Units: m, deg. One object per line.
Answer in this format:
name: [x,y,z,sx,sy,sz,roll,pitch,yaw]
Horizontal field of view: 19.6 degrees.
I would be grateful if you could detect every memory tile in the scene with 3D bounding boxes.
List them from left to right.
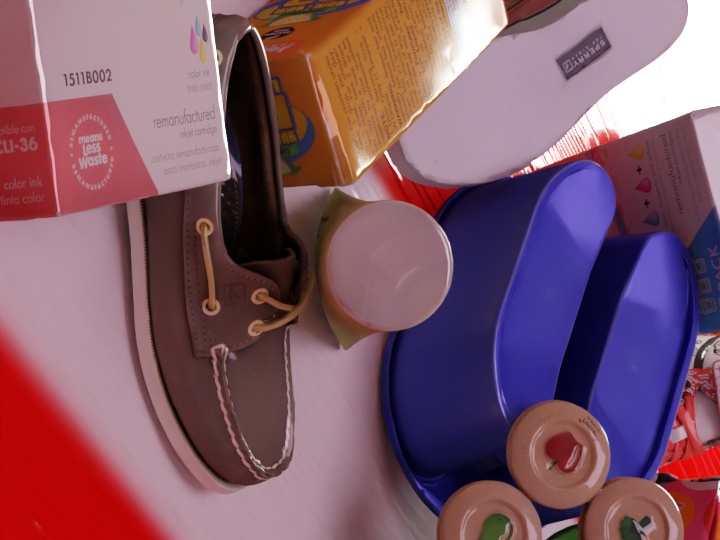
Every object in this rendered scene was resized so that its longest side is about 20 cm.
memory tile: [0.112,0.174,0.960,0.200,0.017,0.153,45,74,-3]

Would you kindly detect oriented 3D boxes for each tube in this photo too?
tube: [0.000,0.000,0.899,0.058,0.052,0.200,-52,-175,-3]

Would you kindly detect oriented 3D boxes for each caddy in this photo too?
caddy: [0.087,0.040,1.069,0.141,0.105,0.201,40,56,-28]

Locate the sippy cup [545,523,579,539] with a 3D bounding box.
sippy cup: [0.119,0.225,1.023,0.140,0.129,0.179,-71,176,-59]

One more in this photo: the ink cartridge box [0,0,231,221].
ink cartridge box: [-0.114,-0.124,0.755,0.116,0.067,0.202,-19,103,-61]

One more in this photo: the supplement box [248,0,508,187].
supplement box: [0.000,-0.104,0.964,0.200,0.066,0.069,-51,130,-52]

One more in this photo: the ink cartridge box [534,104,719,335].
ink cartridge box: [0.166,-0.018,1.172,0.067,0.200,0.116,-12,87,-27]

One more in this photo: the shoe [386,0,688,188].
shoe: [0.077,-0.103,1.105,0.199,0.091,0.072,-34,106,-25]

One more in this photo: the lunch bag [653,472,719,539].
lunch bag: [0.220,0.226,1.308,0.201,0.081,0.177,63,36,-35]

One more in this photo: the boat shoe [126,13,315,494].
boat shoe: [-0.055,-0.005,0.855,0.072,0.060,0.203,-30,113,-59]

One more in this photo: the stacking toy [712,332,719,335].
stacking toy: [0.238,-0.002,1.353,0.146,0.145,0.201,-16,85,-61]

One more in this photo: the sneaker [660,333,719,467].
sneaker: [0.179,0.084,1.205,0.201,0.107,0.068,-29,111,-49]
